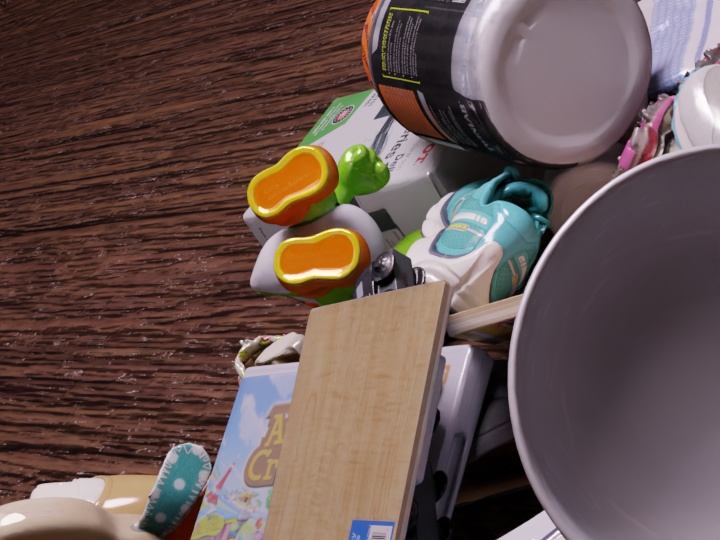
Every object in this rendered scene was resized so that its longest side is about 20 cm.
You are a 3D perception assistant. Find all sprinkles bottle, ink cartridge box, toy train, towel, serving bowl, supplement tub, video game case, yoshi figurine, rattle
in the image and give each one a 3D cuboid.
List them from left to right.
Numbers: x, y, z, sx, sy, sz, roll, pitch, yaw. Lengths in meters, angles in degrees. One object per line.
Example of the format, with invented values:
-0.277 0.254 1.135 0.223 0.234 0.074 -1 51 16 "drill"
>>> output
-0.156 0.200 1.122 0.198 0.131 0.143 -12 32 -9 "rattle"
-0.024 0.132 1.027 0.199 0.022 0.183 -9 57 49 "video game case"
0.012 -0.010 1.162 0.111 0.200 0.113 25 83 23 "yoshi figurine"
0.017 0.073 0.973 0.046 0.034 0.201 -38 39 32 "toy train"
0.035 -0.067 1.341 0.199 0.083 0.147 -10 34 46 "ink cartridge box"
0.081 -0.132 1.158 0.122 0.123 0.200 -41 22 -11 "supplement tub"
0.154 -0.097 1.219 0.068 0.068 0.201 -26 30 25 "sprinkles bottle"
0.239 -0.176 1.336 0.199 0.024 0.147 -24 26 29 "towel"
0.158 0.049 0.817 0.200 0.200 0.066 -39 -4 -6 "serving bowl"

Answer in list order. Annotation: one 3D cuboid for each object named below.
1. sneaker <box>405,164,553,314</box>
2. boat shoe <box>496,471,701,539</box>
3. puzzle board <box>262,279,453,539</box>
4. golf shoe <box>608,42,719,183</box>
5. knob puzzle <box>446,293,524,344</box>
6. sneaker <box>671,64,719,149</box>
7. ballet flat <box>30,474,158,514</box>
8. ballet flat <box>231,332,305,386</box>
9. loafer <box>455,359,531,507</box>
0.084 -0.022 1.117 0.080 0.077 0.200 -46 4 15 "sneaker"
0.119 0.132 0.863 0.199 0.071 0.070 -33 50 -6 "boat shoe"
-0.007 0.110 0.942 0.150 0.017 0.202 -14 63 62 "puzzle board"
0.217 -0.073 1.122 0.200 0.092 0.073 -43 -21 -56 "golf shoe"
0.154 0.014 0.986 0.218 0.031 0.220 -15 -7 -2 "knob puzzle"
0.228 -0.042 0.888 0.076 0.081 0.200 -20 52 -32 "sneaker"
-0.217 0.180 1.253 0.199 0.063 0.069 -32 23 10 "ballet flat"
-0.015 0.067 1.176 0.199 0.064 0.076 -8 35 49 "ballet flat"
0.111 0.085 0.965 0.199 0.073 0.073 -16 48 53 "loafer"
